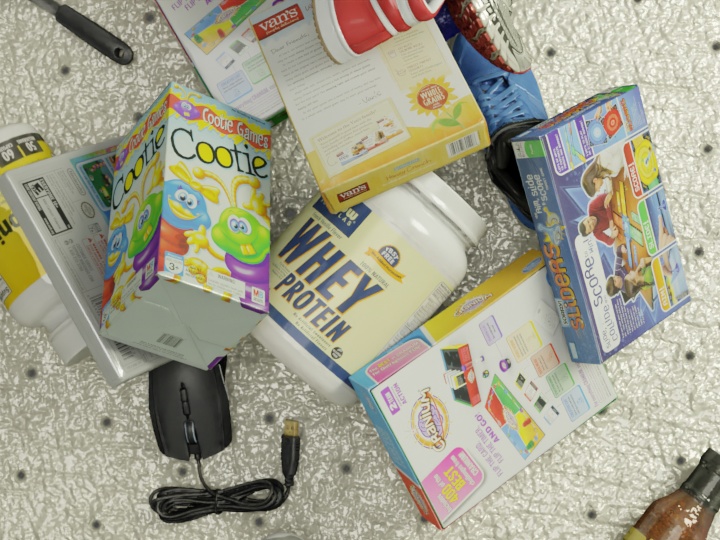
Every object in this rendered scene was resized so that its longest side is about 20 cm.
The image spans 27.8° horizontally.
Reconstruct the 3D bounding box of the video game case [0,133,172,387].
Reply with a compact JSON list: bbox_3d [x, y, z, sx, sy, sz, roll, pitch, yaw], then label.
[{"bbox_3d":[-0.195,-0.018,1.259,0.024,0.182,0.201,-34,84,41],"label":"video game case"}]

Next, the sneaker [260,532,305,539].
[{"bbox_3d":[-0.046,0.326,1.264,0.074,0.082,0.201,-17,86,2],"label":"sneaker"}]

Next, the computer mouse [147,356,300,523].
[{"bbox_3d":[-0.125,0.126,1.298,0.140,0.046,0.201,-1,87,4],"label":"computer mouse"}]

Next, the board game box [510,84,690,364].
[{"bbox_3d":[0.206,-0.040,1.226,0.135,0.034,0.201,-28,108,-37],"label":"board game box"}]

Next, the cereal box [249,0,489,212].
[{"bbox_3d":[0.004,-0.160,1.209,0.143,0.040,0.201,-23,59,1],"label":"cereal box"}]

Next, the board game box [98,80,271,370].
[{"bbox_3d":[-0.143,-0.038,1.212,0.104,0.103,0.201,20,48,-28],"label":"board game box"}]

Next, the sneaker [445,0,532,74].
[{"bbox_3d":[0.107,-0.257,1.210,0.082,0.078,0.201,-24,110,-6],"label":"sneaker"}]

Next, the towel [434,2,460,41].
[{"bbox_3d":[0.101,-0.294,1.303,0.199,0.050,0.148,-33,65,1],"label":"towel"}]

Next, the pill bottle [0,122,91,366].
[{"bbox_3d":[-0.281,-0.020,1.283,0.111,0.111,0.200,-35,86,1],"label":"pill bottle"}]

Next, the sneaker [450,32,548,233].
[{"bbox_3d":[0.133,-0.131,1.266,0.076,0.111,0.201,-18,86,2],"label":"sneaker"}]

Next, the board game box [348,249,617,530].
[{"bbox_3d":[0.107,0.099,1.232,0.200,0.040,0.154,-33,113,-16],"label":"board game box"}]

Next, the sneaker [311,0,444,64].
[{"bbox_3d":[0.015,-0.272,1.182,0.112,0.071,0.201,-18,64,24],"label":"sneaker"}]

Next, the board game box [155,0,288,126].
[{"bbox_3d":[-0.095,-0.239,1.313,0.153,0.040,0.201,-30,86,1],"label":"board game box"}]

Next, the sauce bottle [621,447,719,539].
[{"bbox_3d":[0.260,0.245,1.261,0.066,0.066,0.200,39,90,4],"label":"sauce bottle"}]

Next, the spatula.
[{"bbox_3d":[-0.292,-0.248,1.340,0.199,0.021,0.057,32,101,2],"label":"spatula"}]

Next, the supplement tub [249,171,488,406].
[{"bbox_3d":[0.000,0.000,1.249,0.145,0.145,0.200,41,90,5],"label":"supplement tub"}]
